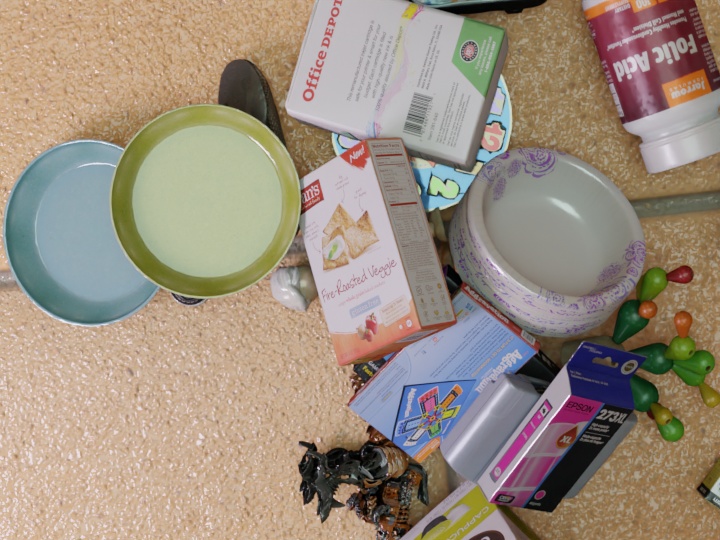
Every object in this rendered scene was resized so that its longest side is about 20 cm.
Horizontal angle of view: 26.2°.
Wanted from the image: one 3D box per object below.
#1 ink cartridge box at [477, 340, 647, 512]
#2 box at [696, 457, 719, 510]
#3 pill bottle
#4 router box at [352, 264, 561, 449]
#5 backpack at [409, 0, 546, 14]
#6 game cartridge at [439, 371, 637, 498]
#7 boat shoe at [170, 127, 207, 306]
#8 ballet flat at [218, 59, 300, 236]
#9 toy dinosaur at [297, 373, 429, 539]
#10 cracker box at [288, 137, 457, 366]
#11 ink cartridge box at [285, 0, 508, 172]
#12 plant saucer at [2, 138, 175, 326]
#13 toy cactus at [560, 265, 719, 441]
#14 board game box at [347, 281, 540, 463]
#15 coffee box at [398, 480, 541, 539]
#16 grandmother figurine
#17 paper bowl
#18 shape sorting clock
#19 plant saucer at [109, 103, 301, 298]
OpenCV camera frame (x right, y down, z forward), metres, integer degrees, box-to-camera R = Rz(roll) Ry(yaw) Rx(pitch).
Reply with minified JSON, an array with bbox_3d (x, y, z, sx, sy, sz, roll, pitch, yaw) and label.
[{"bbox_3d":[0.210,0.162,1.572,0.094,0.037,0.201,14,118,-35],"label":"ink cartridge box"},{"bbox_3d":[0.456,0.184,1.686,0.075,0.050,0.200,35,93,-1],"label":"box"},{"bbox_3d":[0.315,-0.211,1.626,0.114,0.114,0.201,-20,93,2],"label":"pill bottle"},{"bbox_3d":[0.113,0.115,1.660,0.200,0.051,0.149,42,105,-9],"label":"router box"},{"bbox_3d":[0.119,-0.374,1.606,0.176,0.151,0.201,-5,89,2],"label":"backpack"},{"bbox_3d":[0.185,0.179,1.622,0.199,0.042,0.134,17,115,-37],"label":"game cartridge"},{"bbox_3d":[-0.178,-0.060,1.667,0.073,0.060,0.201,10,94,1],"label":"boat shoe"},{"bbox_3d":[-0.102,-0.131,1.674,0.067,0.046,0.201,-19,88,32],"label":"ballet flat"},{"bbox_3d":[0.005,0.218,1.686,0.135,0.102,0.201,-10,76,-14],"label":"toy dinosaur"},{"bbox_3d":[0.010,-0.018,1.571,0.057,0.134,0.201,-6,75,-41],"label":"cracker box"},{"bbox_3d":[0.039,-0.201,1.612,0.199,0.084,0.146,17,89,9],"label":"ink cartridge box"},{"bbox_3d":[-0.287,-0.041,1.667,0.199,0.036,0.201,1,95,13],"label":"plant saucer"},{"bbox_3d":[0.300,0.085,1.665,0.164,0.102,0.201,0,121,24],"label":"toy cactus"},{"bbox_3d":[0.084,0.109,1.601,0.103,0.019,0.200,39,122,-6],"label":"board game box"},{"bbox_3d":[0.132,0.375,1.606,0.200,0.198,0.200,-42,109,3],"label":"coffee box"},{"bbox_3d":[0.000,0.000,1.674,0.199,0.061,0.122,-14,101,4],"label":"grandmother figurine"},{"bbox_3d":[0.188,-0.021,1.619,0.199,0.104,0.202,10,56,-16],"label":"paper bowl"},{"bbox_3d":[0.065,-0.163,1.670,0.199,0.039,0.202,0,94,0],"label":"shape sorting clock"},{"bbox_3d":[-0.160,-0.072,1.610,0.199,0.031,0.202,0,90,1],"label":"plant saucer"}]
